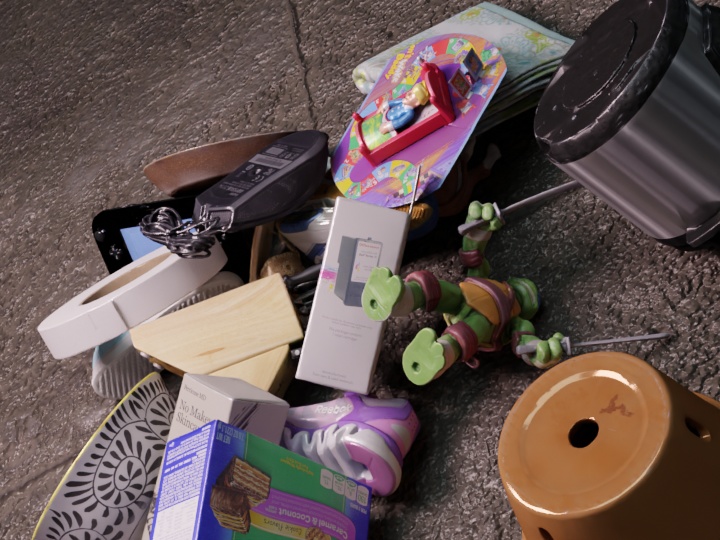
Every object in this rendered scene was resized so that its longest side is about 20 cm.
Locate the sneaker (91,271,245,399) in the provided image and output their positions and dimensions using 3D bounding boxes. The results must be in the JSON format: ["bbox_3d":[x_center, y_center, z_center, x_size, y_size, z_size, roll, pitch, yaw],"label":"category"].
[{"bbox_3d":[-0.205,0.048,1.604,0.200,0.074,0.082,-33,43,15],"label":"sneaker"}]

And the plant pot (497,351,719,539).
[{"bbox_3d":[0.190,0.153,1.137,0.199,0.140,0.201,-23,42,23],"label":"plant pot"}]

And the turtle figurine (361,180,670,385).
[{"bbox_3d":[0.113,0.013,1.285,0.193,0.145,0.200,-15,7,-44],"label":"turtle figurine"}]

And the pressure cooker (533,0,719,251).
[{"bbox_3d":[0.267,-0.116,1.281,0.176,0.200,0.179,-56,18,-6],"label":"pressure cooker"}]

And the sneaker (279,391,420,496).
[{"bbox_3d":[-0.023,0.144,1.376,0.200,0.081,0.089,-1,39,45],"label":"sneaker"}]

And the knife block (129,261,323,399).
[{"bbox_3d":[-0.093,0.039,1.467,0.199,0.064,0.176,23,77,13],"label":"knife block"}]

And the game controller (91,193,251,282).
[{"bbox_3d":[-0.201,-0.025,1.655,0.199,0.105,0.042,-6,15,36],"label":"game controller"}]

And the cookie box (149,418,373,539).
[{"bbox_3d":[-0.082,0.245,1.234,0.075,0.171,0.201,-29,43,43],"label":"cookie box"}]

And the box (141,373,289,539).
[{"bbox_3d":[-0.132,0.197,1.350,0.082,0.068,0.201,19,97,47],"label":"box"}]

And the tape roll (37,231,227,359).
[{"bbox_3d":[-0.226,0.023,1.545,0.202,0.037,0.203,-28,11,6],"label":"tape roll"}]

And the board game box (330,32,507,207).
[{"bbox_3d":[0.041,-0.154,1.460,0.158,0.039,0.200,16,70,46],"label":"board game box"}]

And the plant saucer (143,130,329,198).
[{"bbox_3d":[-0.128,-0.108,1.633,0.200,0.200,0.035,-12,86,31],"label":"plant saucer"}]

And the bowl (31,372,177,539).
[{"bbox_3d":[-0.207,0.203,1.428,0.094,0.201,0.201,34,75,5],"label":"bowl"}]

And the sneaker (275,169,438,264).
[{"bbox_3d":[0.011,-0.042,1.502,0.200,0.088,0.075,1,50,47],"label":"sneaker"}]

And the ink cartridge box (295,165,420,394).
[{"bbox_3d":[0.000,0.000,1.356,0.067,0.117,0.201,14,91,2],"label":"ink cartridge box"}]

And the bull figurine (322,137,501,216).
[{"bbox_3d":[0.042,-0.102,1.551,0.200,0.065,0.122,17,60,41],"label":"bull figurine"}]

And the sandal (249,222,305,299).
[{"bbox_3d":[-0.080,0.026,1.552,0.069,0.078,0.213,8,62,8],"label":"sandal"}]

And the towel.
[{"bbox_3d":[0.111,-0.203,1.552,0.171,0.048,0.200,-26,33,-22],"label":"towel"}]

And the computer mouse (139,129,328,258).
[{"bbox_3d":[-0.108,-0.066,1.504,0.200,0.053,0.138,-35,25,-17],"label":"computer mouse"}]
